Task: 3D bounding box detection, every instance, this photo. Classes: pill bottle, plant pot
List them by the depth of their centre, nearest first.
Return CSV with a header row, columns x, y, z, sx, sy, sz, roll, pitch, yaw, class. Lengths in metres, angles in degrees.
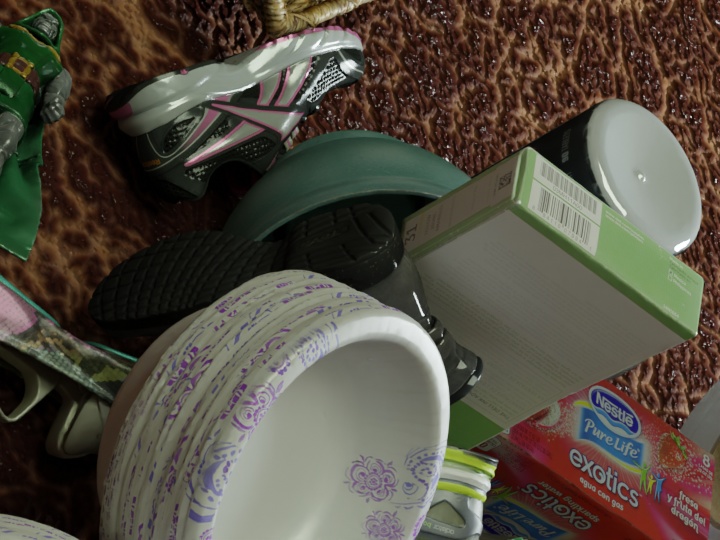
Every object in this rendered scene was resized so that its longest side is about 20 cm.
x,y,z,sx,sy,sz,roll,pitch,yaw,class
0.000,0.000,1.646,0.200,0.200,0.134,35,23,-28,plant pot
0.109,-0.021,1.744,0.106,0.200,0.106,26,49,-35,pill bottle

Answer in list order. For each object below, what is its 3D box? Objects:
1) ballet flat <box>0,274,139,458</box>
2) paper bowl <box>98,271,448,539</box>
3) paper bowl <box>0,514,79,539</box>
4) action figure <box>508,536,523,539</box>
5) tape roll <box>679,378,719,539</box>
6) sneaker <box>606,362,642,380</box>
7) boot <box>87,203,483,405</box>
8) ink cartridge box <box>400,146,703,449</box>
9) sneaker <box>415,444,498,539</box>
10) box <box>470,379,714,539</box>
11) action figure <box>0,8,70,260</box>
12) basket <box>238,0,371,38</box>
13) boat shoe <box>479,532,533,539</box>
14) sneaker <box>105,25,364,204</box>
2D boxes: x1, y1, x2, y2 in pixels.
x,y,z,sx,sy,sz,roll,pitch,yaw,class
-0.171,0.058,1.518,0.200,0.069,0.071,33,65,-24,ballet flat
-0.054,0.097,1.421,0.201,0.104,0.201,-29,131,-40,paper bowl
-0.186,0.215,1.327,0.201,0.201,0.104,56,-4,-6,paper bowl
0.011,0.219,1.555,0.200,0.055,0.118,-10,63,-10,action figure
0.313,0.159,1.857,0.139,0.203,0.203,35,46,-27,tape roll
0.163,0.023,1.843,0.075,0.115,0.200,52,40,-11,sneaker
-0.044,0.042,1.531,0.132,0.200,0.070,61,35,-35,boot
0.072,0.023,1.565,0.145,0.200,0.048,34,47,-28,ink cartridge box
-0.024,0.133,1.539,0.200,0.074,0.081,2,79,1,sneaker
0.121,0.125,1.751,0.200,0.100,0.096,34,46,-28,box
-0.204,-0.095,1.549,0.118,0.055,0.200,37,30,-11,action figure
-0.023,-0.262,1.761,0.149,0.143,0.200,43,37,16,basket
0.029,0.149,1.624,0.200,0.072,0.072,10,92,-31,boat shoe
-0.072,-0.091,1.708,0.200,0.080,0.086,-22,97,-42,sneaker
